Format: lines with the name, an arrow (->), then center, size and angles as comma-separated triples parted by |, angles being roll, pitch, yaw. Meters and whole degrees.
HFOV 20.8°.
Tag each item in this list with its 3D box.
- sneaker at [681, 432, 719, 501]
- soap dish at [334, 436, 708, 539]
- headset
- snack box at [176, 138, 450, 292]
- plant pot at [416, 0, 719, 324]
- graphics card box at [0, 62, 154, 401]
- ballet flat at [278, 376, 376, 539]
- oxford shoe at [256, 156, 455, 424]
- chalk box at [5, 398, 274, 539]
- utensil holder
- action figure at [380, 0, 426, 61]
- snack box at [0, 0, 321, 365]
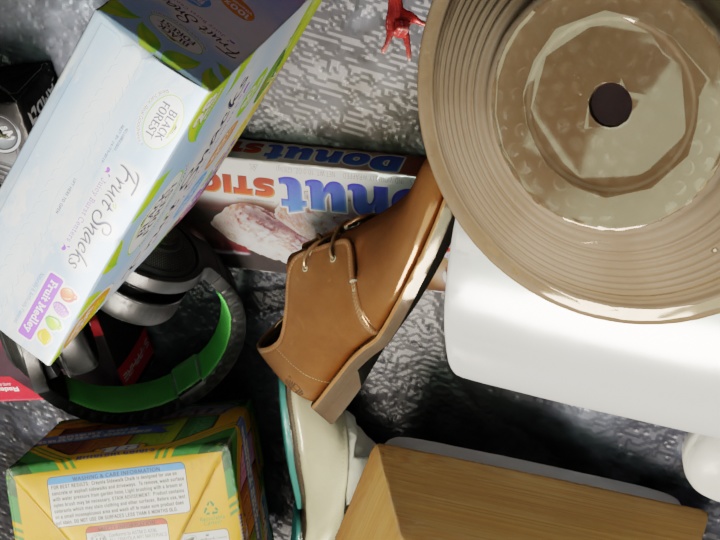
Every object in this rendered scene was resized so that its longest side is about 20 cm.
sneaker -> 0.259, 0.102, 1.017 | 0.198, 0.089, 0.076 | -9, 121, 25
soap dish -> 0.080, 0.185, 1.110 | 0.198, 0.082, 0.158 | 13, 127, -12
headset -> -0.149, 0.003, 1.066 | 0.123, 0.094, 0.200 | -34, 133, 11
snack box -> -0.021, -0.031, 1.065 | 0.198, 0.024, 0.072 | 7, 124, 16
plant pot -> 0.110, -0.073, 0.799 | 0.199, 0.093, 0.203 | 3, 100, 19
graphics card box -> -0.207, -0.016, 1.126 | 0.124, 0.051, 0.201 | -2, 121, 21
ballet flat -> -0.015, 0.133, 1.160 | 0.069, 0.070, 0.201 | 10, 128, 13
oxford shoe -> 0.000, 0.000, 1.021 | 0.071, 0.071, 0.200 | 35, 130, 0
chalk box -> -0.117, 0.146, 1.127 | 0.124, 0.200, 0.125 | -8, 96, 1
utensil holder -> 0.154, -0.007, 0.930 | 0.198, 0.170, 0.171 | 11, 126, 13
action figure -> -0.022, -0.165, 0.903 | 0.198, 0.100, 0.065 | 9, 159, -19
snack box -> -0.099, -0.072, 0.938 | 0.067, 0.200, 0.169 | 35, 120, 1
